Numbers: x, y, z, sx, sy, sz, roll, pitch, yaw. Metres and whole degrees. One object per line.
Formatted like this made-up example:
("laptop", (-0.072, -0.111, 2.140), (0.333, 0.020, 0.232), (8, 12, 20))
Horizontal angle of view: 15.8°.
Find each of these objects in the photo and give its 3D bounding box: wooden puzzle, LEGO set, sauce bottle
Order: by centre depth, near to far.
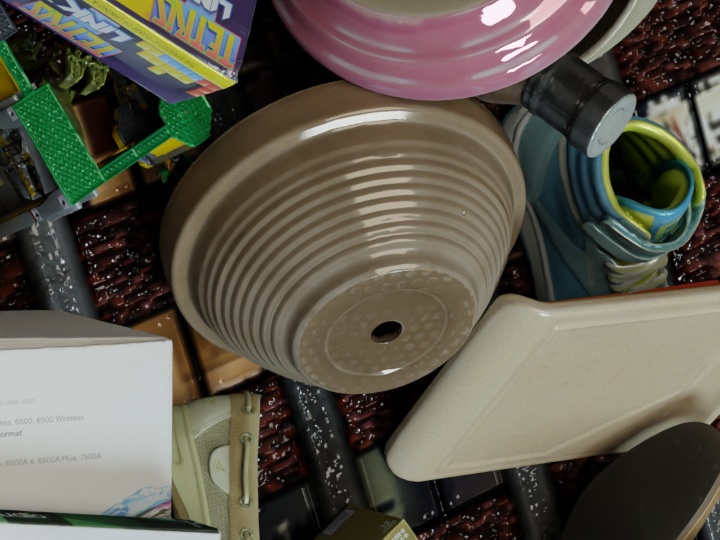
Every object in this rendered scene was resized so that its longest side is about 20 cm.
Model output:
("LEGO set", (-0.184, -0.103, 1.324), (0.200, 0.116, 0.154), (55, 44, -16))
("sauce bottle", (0.056, -0.131, 1.359), (0.065, 0.200, 0.065), (-41, 158, -21))
("wooden puzzle", (0.132, 0.058, 1.481), (0.199, 0.185, 0.037), (-1, 57, -27))

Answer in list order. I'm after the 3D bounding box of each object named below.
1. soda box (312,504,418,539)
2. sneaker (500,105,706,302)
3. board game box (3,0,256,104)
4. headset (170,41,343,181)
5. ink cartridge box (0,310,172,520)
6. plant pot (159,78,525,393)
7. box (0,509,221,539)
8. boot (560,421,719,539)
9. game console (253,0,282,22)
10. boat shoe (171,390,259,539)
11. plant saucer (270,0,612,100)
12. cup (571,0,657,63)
("soda box", (-0.041, 0.224, 1.441), (0.200, 0.064, 0.068), (-43, 114, -21))
("sneaker", (0.159, -0.006, 1.506), (0.079, 0.130, 0.200), (-36, 113, -24))
("board game box", (-0.129, -0.200, 1.257), (0.200, 0.057, 0.166), (31, 62, -38))
("headset", (-0.033, -0.076, 1.434), (0.200, 0.094, 0.124), (33, 80, -13))
("ink cartridge box", (-0.187, 0.126, 1.298), (0.144, 0.147, 0.201), (-2, 96, -30))
("plant pot", (0.000, 0.000, 1.370), (0.200, 0.093, 0.201), (-12, 141, -10))
("box", (-0.167, 0.185, 1.210), (0.199, 0.036, 0.145), (7, 91, -32))
("boot", (0.161, 0.178, 1.544), (0.075, 0.074, 0.200), (28, 102, -40))
("game console", (-0.113, -0.226, 1.341), (0.200, 0.031, 0.178), (6, 77, -44))
("boat shoe", (-0.061, 0.161, 1.379), (0.063, 0.073, 0.201), (-13, 66, -9))
("plant saucer", (0.040, -0.187, 1.317), (0.201, 0.200, 0.051), (-64, 160, -11))
("cup", (0.105, -0.203, 1.441), (0.143, 0.200, 0.201), (-12, 101, -58))
